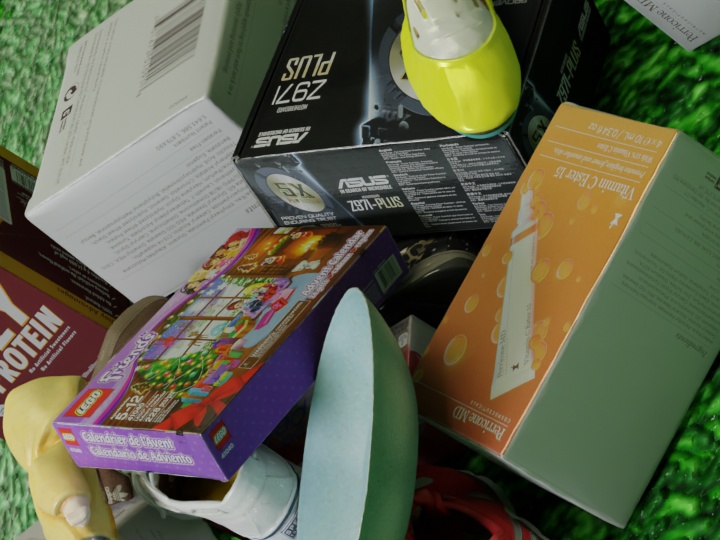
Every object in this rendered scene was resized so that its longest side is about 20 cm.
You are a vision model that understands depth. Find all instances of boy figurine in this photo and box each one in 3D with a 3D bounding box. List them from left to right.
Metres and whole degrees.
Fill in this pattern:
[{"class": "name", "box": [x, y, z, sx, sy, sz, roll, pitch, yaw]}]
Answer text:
[{"class": "boy figurine", "box": [-0.171, 0.157, 1.437, 0.064, 0.125, 0.201, -24, 60, -3]}]

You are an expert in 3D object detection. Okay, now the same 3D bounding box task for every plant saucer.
[{"class": "plant saucer", "box": [0.001, 0.112, 1.263, 0.201, 0.038, 0.203, -173, 90, -79]}]

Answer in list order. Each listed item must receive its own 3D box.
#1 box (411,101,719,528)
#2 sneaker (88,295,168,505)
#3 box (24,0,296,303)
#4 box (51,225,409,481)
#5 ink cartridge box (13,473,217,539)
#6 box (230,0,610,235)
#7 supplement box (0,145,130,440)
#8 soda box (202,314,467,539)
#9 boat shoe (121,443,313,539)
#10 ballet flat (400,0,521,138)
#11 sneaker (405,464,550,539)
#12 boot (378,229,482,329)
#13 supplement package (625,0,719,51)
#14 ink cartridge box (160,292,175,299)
[{"class": "box", "box": [0.129, 0.022, 1.270, 0.201, 0.097, 0.124, -61, 29, -4]}, {"class": "sneaker", "box": [-0.155, 0.097, 1.592, 0.075, 0.071, 0.201, 8, 42, 20]}, {"class": "box", "box": [-0.128, -0.113, 1.715, 0.199, 0.131, 0.200, -30, 35, 32]}, {"class": "box", "box": [-0.078, 0.046, 1.393, 0.136, 0.039, 0.200, -1, 37, 43]}, {"class": "ink cartridge box", "box": [-0.205, 0.220, 1.533, 0.200, 0.068, 0.116, -39, 19, -28]}, {"class": "box", "box": [0.040, -0.111, 1.451, 0.198, 0.086, 0.165, -3, 49, 30]}, {"class": "supplement box", "box": [-0.302, 0.008, 1.828, 0.133, 0.197, 0.201, -47, 31, 18]}, {"class": "soda box", "box": [-0.014, 0.108, 1.439, 0.199, 0.063, 0.070, -33, 40, 38]}, {"class": "boat shoe", "box": [-0.112, 0.121, 1.424, 0.202, 0.086, 0.075, 19, 80, 59]}, {"class": "ballet flat", "box": [0.049, -0.163, 1.377, 0.066, 0.067, 0.201, -20, 43, 7]}, {"class": "sneaker", "box": [0.048, 0.146, 1.290, 0.077, 0.085, 0.200, -60, 30, -6]}, {"class": "boot", "box": [0.002, 0.000, 1.505, 0.203, 0.073, 0.155, -29, 38, 27]}, {"class": "supplement package", "box": [0.175, -0.260, 1.355, 0.111, 0.199, 0.157, -28, 41, 41]}, {"class": "ink cartridge box", "box": [-0.181, 0.114, 1.716, 0.201, 0.037, 0.095, -59, 29, 3]}]
